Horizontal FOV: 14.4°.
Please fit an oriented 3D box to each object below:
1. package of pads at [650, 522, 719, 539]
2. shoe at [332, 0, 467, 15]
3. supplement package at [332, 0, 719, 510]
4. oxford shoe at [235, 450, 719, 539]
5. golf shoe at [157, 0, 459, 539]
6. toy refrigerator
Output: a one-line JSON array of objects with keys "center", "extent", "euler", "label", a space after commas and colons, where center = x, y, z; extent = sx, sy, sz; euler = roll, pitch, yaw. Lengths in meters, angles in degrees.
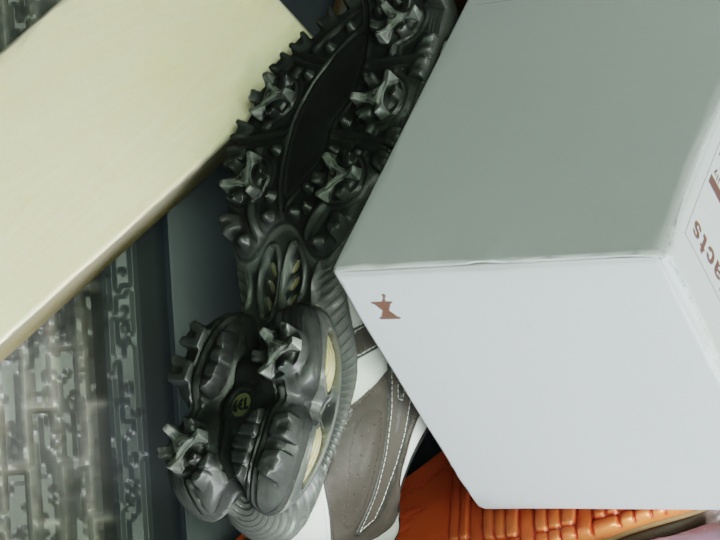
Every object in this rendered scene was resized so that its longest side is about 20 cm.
[{"center": [0.039, 0.161, 0.903], "extent": [0.200, 0.076, 0.121], "euler": [-15, 131, -8], "label": "package of pads"}, {"center": [0.075, -0.139, 1.036], "extent": [0.200, 0.053, 0.070], "euler": [-43, 93, -11], "label": "shoe"}, {"center": [0.096, -0.034, 0.921], "extent": [0.117, 0.117, 0.200], "euler": [59, 43, -36], "label": "supplement package"}, {"center": [0.049, 0.098, 0.968], "extent": [0.200, 0.071, 0.073], "euler": [-19, 124, 27], "label": "oxford shoe"}, {"center": [0.000, 0.000, 0.950], "extent": [0.094, 0.078, 0.200], "euler": [32, 71, -41], "label": "golf shoe"}, {"center": [-0.113, -0.031, 0.986], "extent": [0.200, 0.070, 0.076], "euler": [-43, 90, -13], "label": "toy refrigerator"}]
